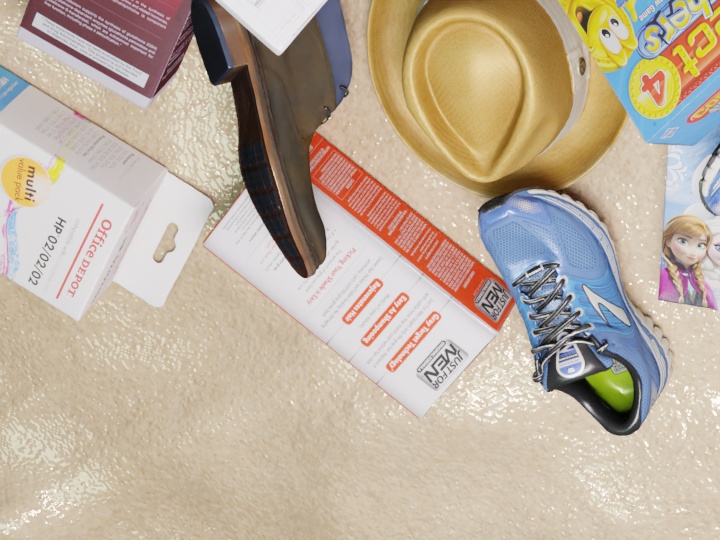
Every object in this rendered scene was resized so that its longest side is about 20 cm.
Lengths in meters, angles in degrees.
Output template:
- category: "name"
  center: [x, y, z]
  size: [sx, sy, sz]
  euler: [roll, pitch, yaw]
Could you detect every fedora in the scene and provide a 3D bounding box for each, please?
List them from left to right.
- category: "fedora"
  center: [0.083, -0.126, 1.617]
  size: [0.200, 0.082, 0.201]
  euler: [9, 120, 16]

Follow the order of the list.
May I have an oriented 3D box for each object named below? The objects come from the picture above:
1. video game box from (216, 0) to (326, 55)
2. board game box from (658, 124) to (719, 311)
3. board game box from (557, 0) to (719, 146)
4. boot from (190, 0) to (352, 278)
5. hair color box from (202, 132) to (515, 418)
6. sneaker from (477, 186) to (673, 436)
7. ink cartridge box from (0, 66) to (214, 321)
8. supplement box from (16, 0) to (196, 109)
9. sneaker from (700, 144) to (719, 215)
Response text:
- category: "video game box"
  center: [-0.066, -0.270, 1.564]
  size: [0.200, 0.047, 0.182]
  euler: [42, 89, -5]
- category: "board game box"
  center: [0.298, -0.060, 1.596]
  size: [0.199, 0.043, 0.200]
  euler: [8, 118, 16]
- category: "board game box"
  center: [0.205, -0.212, 1.486]
  size: [0.200, 0.056, 0.196]
  euler: [-44, 63, 32]
- category: "boot"
  center: [-0.036, -0.101, 1.645]
  size: [0.075, 0.097, 0.201]
  euler: [-7, 103, 71]
- category: "hair color box"
  center: [0.000, 0.000, 1.730]
  size: [0.200, 0.061, 0.102]
  euler: [39, 123, -2]
- category: "sneaker"
  center: [0.145, 0.030, 1.662]
  size: [0.078, 0.089, 0.200]
  euler: [-26, 114, 29]
- category: "ink cartridge box"
  center: [-0.220, -0.048, 1.783]
  size: [0.200, 0.068, 0.115]
  euler: [31, 123, 2]
- category: "supplement box"
  center: [-0.147, -0.222, 1.665]
  size: [0.109, 0.061, 0.200]
  euler: [30, 124, 2]
- category: "sneaker"
  center: [0.294, -0.087, 1.504]
  size: [0.200, 0.079, 0.089]
  euler: [-36, 95, 29]
